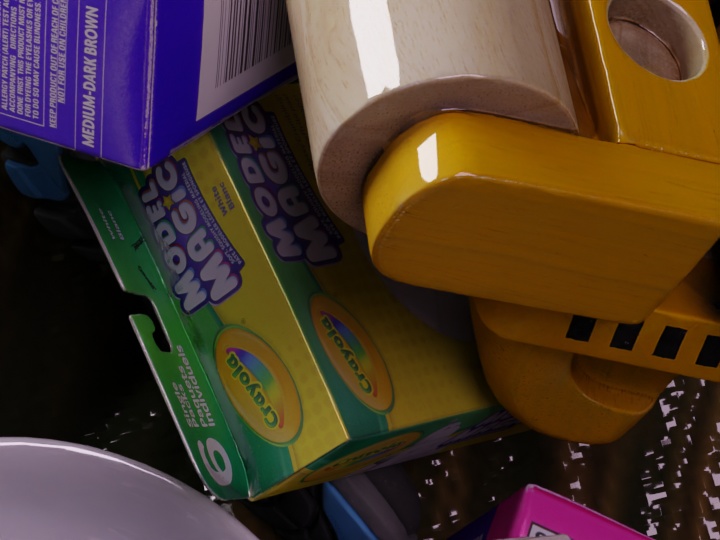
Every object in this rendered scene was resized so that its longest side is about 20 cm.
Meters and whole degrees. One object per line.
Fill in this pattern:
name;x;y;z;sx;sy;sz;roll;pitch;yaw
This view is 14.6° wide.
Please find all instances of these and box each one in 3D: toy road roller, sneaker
toy road roller;0.055;-0.025;0.800;0.199;0.146;0.123;12;50;-27
sneaker;-0.032;0.003;0.901;0.082;0.073;0.200;-32;86;-29

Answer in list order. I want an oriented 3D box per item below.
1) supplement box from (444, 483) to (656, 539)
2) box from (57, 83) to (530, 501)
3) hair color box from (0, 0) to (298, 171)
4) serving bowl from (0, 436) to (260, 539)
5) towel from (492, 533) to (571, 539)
supplement box;0.048;0.182;0.855;0.103;0.101;0.201;26;64;-9
box;0.000;0.000;0.861;0.200;0.048;0.118;-11;72;-53
hair color box;-0.115;-0.097;0.814;0.199;0.065;0.109;19;29;24
serving bowl;-0.102;0.152;0.819;0.199;0.066;0.201;6;62;-11
towel;0.019;0.175;0.773;0.132;0.034;0.201;-4;73;-18
